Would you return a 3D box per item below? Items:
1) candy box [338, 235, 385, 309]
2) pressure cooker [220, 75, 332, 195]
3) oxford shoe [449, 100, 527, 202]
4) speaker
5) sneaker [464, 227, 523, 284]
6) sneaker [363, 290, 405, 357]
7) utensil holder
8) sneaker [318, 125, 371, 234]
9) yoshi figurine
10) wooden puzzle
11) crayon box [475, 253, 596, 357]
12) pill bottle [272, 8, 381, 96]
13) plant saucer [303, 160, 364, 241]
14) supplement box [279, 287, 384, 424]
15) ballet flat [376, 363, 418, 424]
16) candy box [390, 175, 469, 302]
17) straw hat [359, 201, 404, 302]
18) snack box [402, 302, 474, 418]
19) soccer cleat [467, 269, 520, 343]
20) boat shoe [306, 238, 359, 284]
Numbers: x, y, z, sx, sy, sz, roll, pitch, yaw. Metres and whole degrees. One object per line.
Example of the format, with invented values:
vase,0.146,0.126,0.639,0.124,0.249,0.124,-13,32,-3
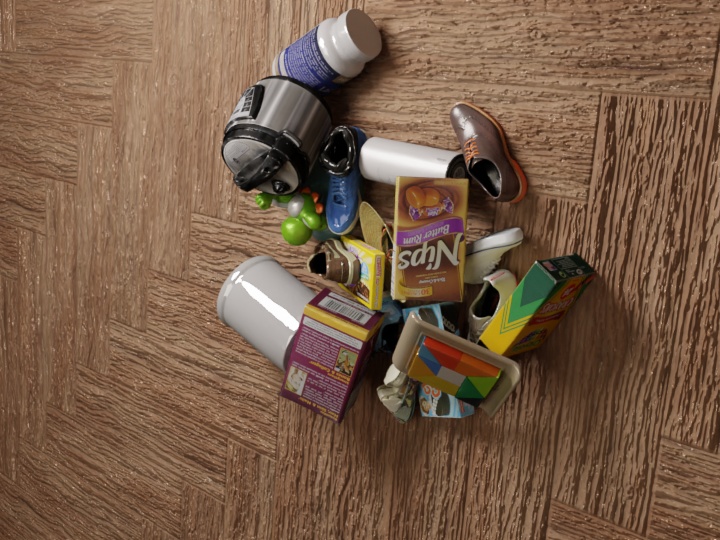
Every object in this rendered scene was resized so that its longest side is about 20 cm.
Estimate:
candy box,0.000,0.000,1.613,0.200,0.026,0.103,-148,62,-68
pressure cooker,-0.157,-0.235,1.597,0.178,0.201,0.176,15,151,17
oxford shoe,0.200,-0.200,1.434,0.071,0.072,0.201,-46,66,36
speaker,0.093,-0.182,1.528,0.199,0.081,0.082,18,108,39
sneaker,0.204,-0.017,1.468,0.200,0.073,0.071,-25,88,50
sneaker,0.021,0.137,1.642,0.090,0.078,0.201,44,123,25
utensil holder,-0.160,0.090,1.739,0.200,0.169,0.171,35,118,30
sneaker,-0.040,-0.166,1.594,0.076,0.111,0.201,18,98,25
yoshi figurine,-0.149,-0.122,1.693,0.200,0.112,0.112,44,147,31
wooden puzzle,0.148,0.161,1.408,0.199,0.037,0.185,28,150,8
crayon box,0.272,0.068,1.373,0.051,0.127,0.200,49,126,27
pill bottle,-0.062,-0.396,1.612,0.199,0.115,0.116,-23,81,42
plant saucer,-0.077,-0.154,1.715,0.199,0.036,0.201,7,101,42
supplement box,-0.052,0.156,1.592,0.130,0.103,0.201,23,114,11
ballet flat,0.071,0.203,1.565,0.069,0.071,0.201,55,143,39
candy box,0.113,-0.052,1.419,0.116,0.056,0.201,2,96,-3
straw hat,0.077,-0.044,1.552,0.201,0.085,0.202,158,90,-79
snack box,0.137,0.160,1.548,0.116,0.037,0.201,-13,87,58
soccer cleat,0.208,0.091,1.460,0.068,0.085,0.201,32,116,34
boat shoe,-0.066,-0.020,1.647,0.202,0.074,0.075,-158,68,-69
